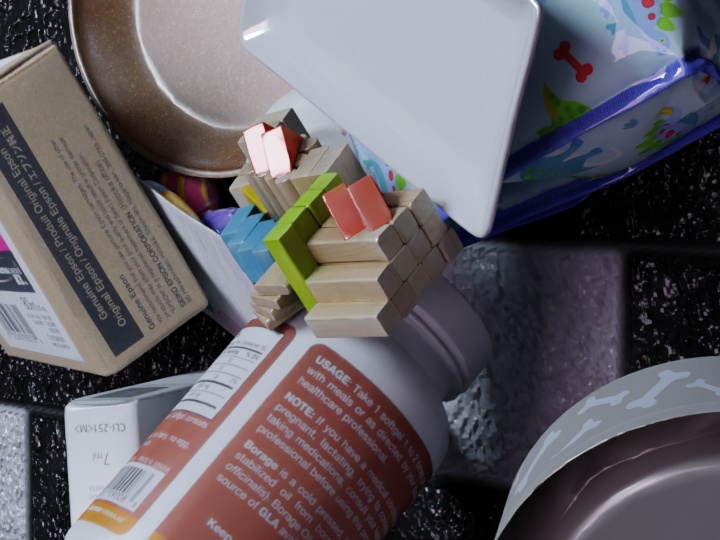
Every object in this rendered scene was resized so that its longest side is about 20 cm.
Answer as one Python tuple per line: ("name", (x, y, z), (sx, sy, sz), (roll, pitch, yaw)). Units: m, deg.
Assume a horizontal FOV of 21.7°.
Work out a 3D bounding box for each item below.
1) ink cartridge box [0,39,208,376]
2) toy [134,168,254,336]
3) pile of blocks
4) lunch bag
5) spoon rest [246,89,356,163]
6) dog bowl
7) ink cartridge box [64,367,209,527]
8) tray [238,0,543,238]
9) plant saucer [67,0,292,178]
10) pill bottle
("ink cartridge box", (-0.186, -0.032, 1.059), (0.166, 0.075, 0.200), (59, 158, -14))
("toy", (-0.097, -0.026, 1.056), (0.199, 0.047, 0.116), (29, 156, 42))
("pile of blocks", (-0.032, -0.028, 0.842), (0.062, 0.082, 0.200), (57, 169, -24))
("lunch bag", (0.066, -0.115, 0.852), (0.199, 0.127, 0.171), (-29, 73, 32))
("spoon rest", (0.000, 0.000, 0.962), (0.098, 0.061, 0.202), (-14, 84, 10))
("dog bowl", (0.145, 0.123, 0.762), (0.201, 0.199, 0.059), (-60, 13, 29))
("ink cartridge box", (-0.089, 0.144, 0.975), (0.043, 0.200, 0.176), (-3, 91, 17))
("tray", (0.012, -0.107, 0.814), (0.200, 0.022, 0.108), (42, 130, 42))
("plant saucer", (-0.070, -0.151, 1.020), (0.199, 0.037, 0.203), (1, 91, 28))
("pill bottle", (-0.031, 0.086, 0.852), (0.112, 0.200, 0.112), (35, 158, 16))
